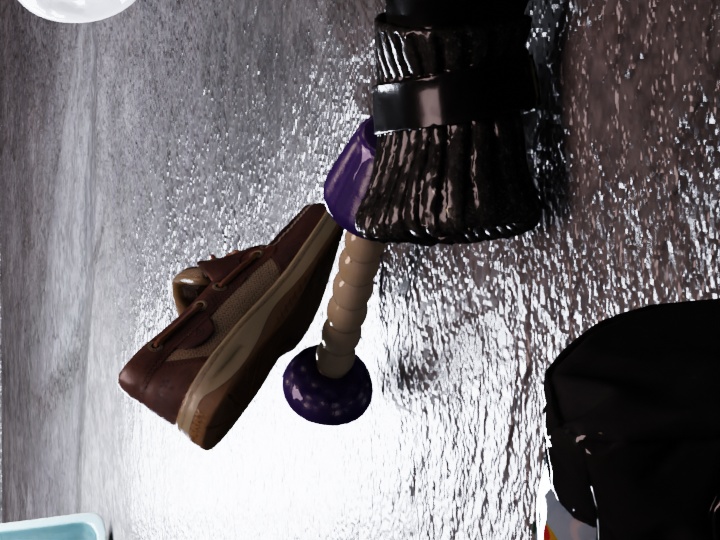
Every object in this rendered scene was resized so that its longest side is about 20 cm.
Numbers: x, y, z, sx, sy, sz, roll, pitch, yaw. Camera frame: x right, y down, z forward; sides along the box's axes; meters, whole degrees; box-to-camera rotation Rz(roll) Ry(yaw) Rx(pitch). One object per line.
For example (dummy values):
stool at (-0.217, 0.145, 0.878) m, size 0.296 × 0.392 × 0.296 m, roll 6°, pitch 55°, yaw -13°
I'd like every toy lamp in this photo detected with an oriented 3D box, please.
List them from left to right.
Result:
toy lamp at (0.000, 0.000, 1.193) m, size 0.200 × 0.058 × 0.058 m, roll 103°, pitch 159°, yaw -49°

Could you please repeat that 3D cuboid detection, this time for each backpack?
backpack at (0.118, 0.102, 0.618) m, size 0.154 × 0.162 × 0.201 m, roll -108°, pitch 14°, yaw -69°

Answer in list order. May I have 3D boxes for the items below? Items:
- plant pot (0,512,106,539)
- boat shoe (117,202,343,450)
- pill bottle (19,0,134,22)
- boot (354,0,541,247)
plant pot at (-0.325, 0.366, 2.160) m, size 0.200 × 0.196 × 0.196 m, roll 98°, pitch 164°, yaw -57°
boat shoe at (-0.068, 0.016, 1.253) m, size 0.200 × 0.072 × 0.072 m, roll -56°, pitch -14°, yaw -47°
pill bottle at (-0.241, -0.316, 1.934) m, size 0.116 × 0.116 × 0.201 m, roll 113°, pitch 152°, yaw -56°
boot at (0.046, -0.095, 0.964) m, size 0.211 × 0.079 × 0.158 m, roll 118°, pitch 156°, yaw -80°
